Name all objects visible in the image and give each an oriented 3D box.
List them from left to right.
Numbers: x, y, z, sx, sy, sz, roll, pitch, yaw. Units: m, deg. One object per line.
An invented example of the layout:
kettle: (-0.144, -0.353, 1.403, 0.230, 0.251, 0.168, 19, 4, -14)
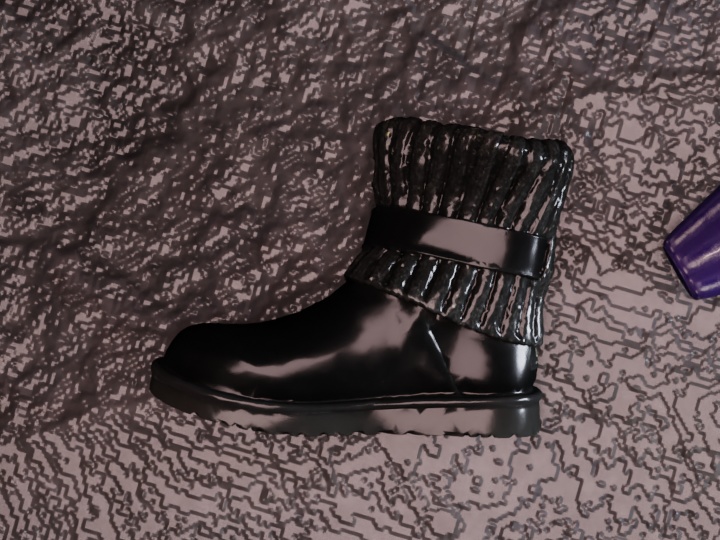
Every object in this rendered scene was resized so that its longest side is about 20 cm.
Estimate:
boot: (0.000, 0.000, 1.179, 0.210, 0.079, 0.159, 2, 98, -6)
toy lamp: (0.247, -0.049, 1.175, 0.200, 0.058, 0.058, -29, 88, 2)
